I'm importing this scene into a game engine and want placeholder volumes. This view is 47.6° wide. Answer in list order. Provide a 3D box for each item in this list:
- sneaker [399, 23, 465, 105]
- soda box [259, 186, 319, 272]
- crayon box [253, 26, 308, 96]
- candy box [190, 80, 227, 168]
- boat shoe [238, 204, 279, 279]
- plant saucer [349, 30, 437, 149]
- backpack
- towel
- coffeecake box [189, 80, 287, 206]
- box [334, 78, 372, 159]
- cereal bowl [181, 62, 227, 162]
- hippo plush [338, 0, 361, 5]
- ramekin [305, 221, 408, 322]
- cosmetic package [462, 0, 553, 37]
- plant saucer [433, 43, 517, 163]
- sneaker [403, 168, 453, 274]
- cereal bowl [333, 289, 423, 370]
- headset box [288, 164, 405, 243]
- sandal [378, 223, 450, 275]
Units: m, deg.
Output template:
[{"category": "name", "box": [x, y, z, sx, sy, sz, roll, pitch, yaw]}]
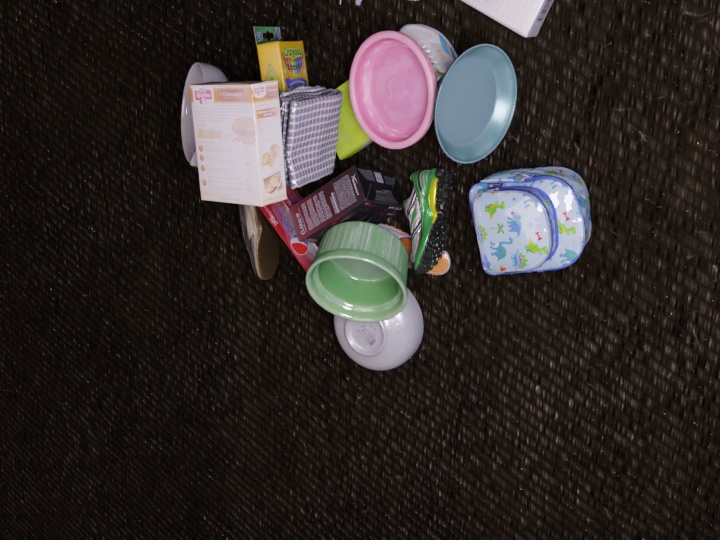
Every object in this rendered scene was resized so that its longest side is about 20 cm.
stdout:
[{"category": "sneaker", "box": [0.137, -0.367, 1.471, 0.201, 0.080, 0.077, 48, 123, 9]}, {"category": "soda box", "box": [-0.128, -0.089, 1.704, 0.063, 0.070, 0.202, -40, 84, 33]}, {"category": "crayon box", "box": [-0.147, -0.374, 1.594, 0.050, 0.126, 0.206, -3, 104, 20]}, {"category": "candy box", "box": [-0.231, -0.255, 1.609, 0.070, 0.199, 0.171, 23, 93, 19]}, {"category": "boat shoe", "box": [-0.223, -0.083, 1.765, 0.064, 0.072, 0.206, 5, 104, 38]}, {"category": "plant saucer", "box": [0.065, -0.323, 1.462, 0.198, 0.050, 0.206, 19, 119, 39]}, {"category": "backpack", "box": [0.298, -0.082, 1.430, 0.195, 0.147, 0.188, -5, 105, 27]}, {"category": "towel", "box": [-0.105, -0.248, 1.515, 0.084, 0.199, 0.170, 18, 115, 20]}, {"category": "coffeecake box", "box": [-0.213, -0.224, 1.428, 0.151, 0.072, 0.206, 9, 110, 35]}, {"category": "box", "box": [0.014, -0.316, 1.571, 0.198, 0.047, 0.124, -27, 91, 33]}, {"category": "cereal bowl", "box": [-0.308, -0.321, 1.691, 0.199, 0.081, 0.206, -4, 85, 62]}, {"category": "hippo plush", "box": [0.052, -0.536, 1.420, 0.159, 0.159, 0.204, 28, 116, 18]}, {"category": "ramekin", "box": [0.000, 0.000, 1.550, 0.194, 0.099, 0.202, 9, 143, 7]}, {"category": "cosmetic package", "box": [0.231, -0.490, 1.387, 0.198, 0.071, 0.103, 35, 119, 15]}, {"category": "plant saucer", "box": [0.191, -0.289, 1.413, 0.036, 0.196, 0.205, 29, 119, 45]}, {"category": "sneaker", "box": [0.122, -0.094, 1.564, 0.084, 0.077, 0.206, 10, 92, 36]}, {"category": "cereal bowl", "box": [0.026, 0.114, 1.675, 0.195, 0.083, 0.206, 8, 108, 26]}, {"category": "headset box", "box": [-0.032, -0.117, 1.591, 0.198, 0.147, 0.077, -29, 73, 31]}, {"category": "sandal", "box": [0.077, -0.037, 1.614, 0.202, 0.059, 0.081, 15, 111, 24]}]
